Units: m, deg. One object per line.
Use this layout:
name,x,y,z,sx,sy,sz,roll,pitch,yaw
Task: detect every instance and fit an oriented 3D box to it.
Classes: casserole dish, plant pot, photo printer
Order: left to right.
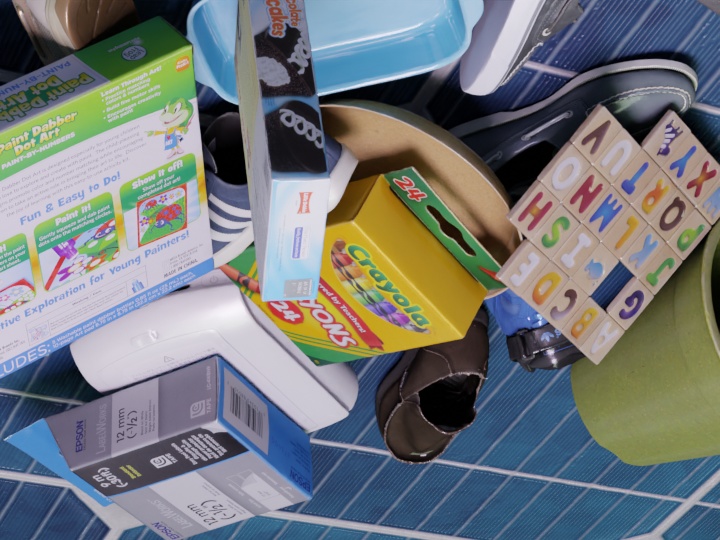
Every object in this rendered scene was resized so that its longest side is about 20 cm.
photo printer,-0.119,0.069,1.689,0.166,0.069,0.200,-20,142,21
casserole dish,-0.020,-0.168,1.403,0.200,0.039,0.121,-11,144,8
plant pot,0.028,-0.053,1.512,0.200,0.027,0.200,22,148,14
plant pot,0.268,0.070,1.675,0.200,0.200,0.190,21,148,-33

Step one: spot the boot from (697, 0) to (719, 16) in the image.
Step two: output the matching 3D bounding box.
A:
boot,0.289,-0.204,1.388,0.182,0.073,0.200,-27,133,23

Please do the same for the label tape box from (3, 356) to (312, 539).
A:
label tape box,-0.158,0.152,1.686,0.200,0.066,0.143,-21,141,20

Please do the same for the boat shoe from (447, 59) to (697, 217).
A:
boat shoe,0.146,-0.088,1.519,0.200,0.062,0.073,-19,143,17

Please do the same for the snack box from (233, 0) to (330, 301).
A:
snack box,-0.049,-0.095,1.297,0.037,0.200,0.116,-3,144,-8

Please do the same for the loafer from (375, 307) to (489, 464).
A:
loafer,0.058,0.108,1.769,0.073,0.071,0.200,1,143,-11

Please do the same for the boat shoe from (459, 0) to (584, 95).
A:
boat shoe,0.121,-0.181,1.379,0.057,0.069,0.200,12,138,-16

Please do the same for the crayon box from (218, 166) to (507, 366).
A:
crayon box,0.000,0.000,1.536,0.127,0.051,0.200,46,145,-23

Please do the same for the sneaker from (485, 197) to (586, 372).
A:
sneaker,0.144,0.010,1.570,0.077,0.111,0.200,-18,165,-21

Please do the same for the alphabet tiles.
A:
alphabet tiles,0.178,-0.034,1.510,0.167,0.008,0.200,-50,142,1

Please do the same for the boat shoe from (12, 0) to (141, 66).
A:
boat shoe,-0.171,-0.134,1.412,0.065,0.072,0.200,21,157,27

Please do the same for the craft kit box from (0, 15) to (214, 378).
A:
craft kit box,-0.192,-0.039,1.376,0.200,0.049,0.198,-27,142,-25

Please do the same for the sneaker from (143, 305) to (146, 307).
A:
sneaker,-0.181,-0.040,1.528,0.083,0.072,0.200,-20,142,17

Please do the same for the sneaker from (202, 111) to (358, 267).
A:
sneaker,-0.092,-0.064,1.506,0.085,0.075,0.200,39,140,-23
